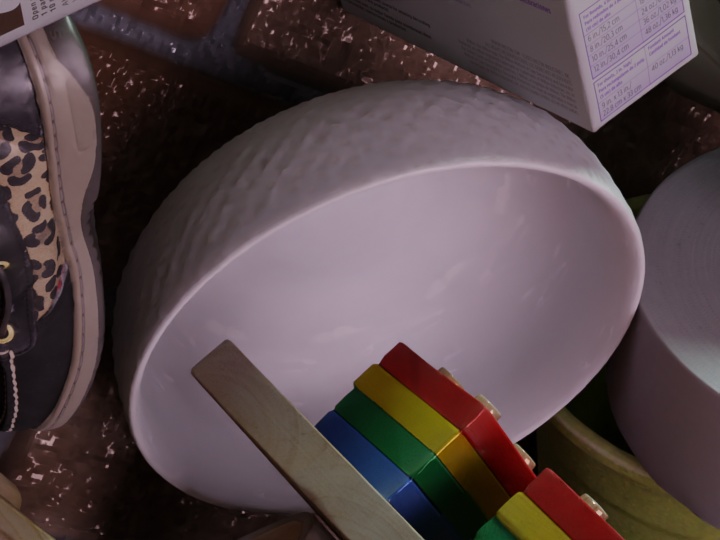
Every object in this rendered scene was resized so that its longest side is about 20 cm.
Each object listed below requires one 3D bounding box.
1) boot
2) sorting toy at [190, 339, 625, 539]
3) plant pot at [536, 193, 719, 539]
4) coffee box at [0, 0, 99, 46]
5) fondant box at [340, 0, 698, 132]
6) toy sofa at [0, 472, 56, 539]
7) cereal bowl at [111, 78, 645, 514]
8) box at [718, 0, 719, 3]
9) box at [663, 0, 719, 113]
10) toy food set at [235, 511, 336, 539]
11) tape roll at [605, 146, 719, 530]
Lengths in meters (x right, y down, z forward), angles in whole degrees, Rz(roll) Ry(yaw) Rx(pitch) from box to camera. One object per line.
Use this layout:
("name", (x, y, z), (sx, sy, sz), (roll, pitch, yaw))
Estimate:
("boot", (-0.162, -0.002, 0.824), (0.150, 0.073, 0.200), (-18, 148, -21))
("sorting toy", (0.056, 0.113, 0.900), (0.070, 0.199, 0.200), (-43, 143, -5))
("plant pot", (0.153, 0.098, 1.105), (0.200, 0.200, 0.184), (-24, 137, -32))
("coffee box", (-0.188, -0.092, 0.727), (0.200, 0.114, 0.080), (-30, 130, -28))
("fondant box", (0.034, -0.161, 0.871), (0.058, 0.144, 0.200), (-37, 132, -22))
("toy sofa", (-0.189, 0.150, 0.892), (0.200, 0.098, 0.083), (-51, 161, -9))
("cereal bowl", (0.000, 0.000, 0.946), (0.200, 0.083, 0.200), (-14, 142, -11))
("box", (0.224, -0.116, 0.986), (0.200, 0.048, 0.158), (-44, 107, -40))
("box", (0.124, -0.129, 1.019), (0.200, 0.082, 0.068), (33, 87, -48))
("toy food set", (-0.030, 0.176, 0.934), (0.144, 0.200, 0.060), (47, 51, -12))
("tape roll", (0.200, 0.029, 0.997), (0.200, 0.200, 0.066), (-25, 138, -31))
